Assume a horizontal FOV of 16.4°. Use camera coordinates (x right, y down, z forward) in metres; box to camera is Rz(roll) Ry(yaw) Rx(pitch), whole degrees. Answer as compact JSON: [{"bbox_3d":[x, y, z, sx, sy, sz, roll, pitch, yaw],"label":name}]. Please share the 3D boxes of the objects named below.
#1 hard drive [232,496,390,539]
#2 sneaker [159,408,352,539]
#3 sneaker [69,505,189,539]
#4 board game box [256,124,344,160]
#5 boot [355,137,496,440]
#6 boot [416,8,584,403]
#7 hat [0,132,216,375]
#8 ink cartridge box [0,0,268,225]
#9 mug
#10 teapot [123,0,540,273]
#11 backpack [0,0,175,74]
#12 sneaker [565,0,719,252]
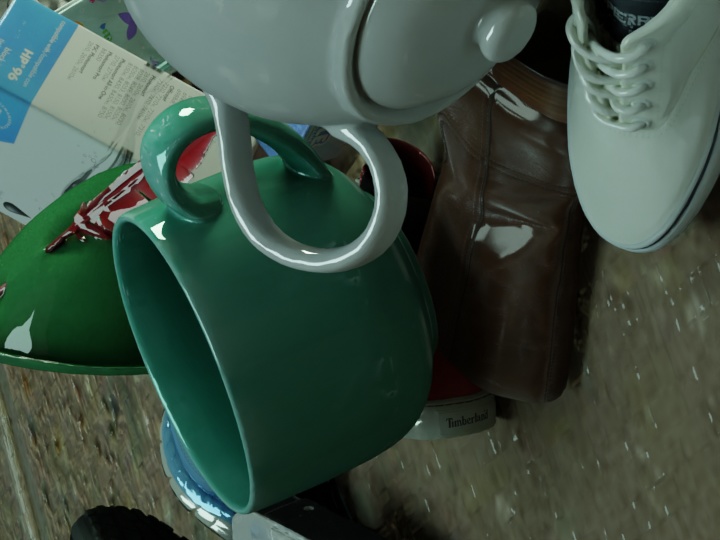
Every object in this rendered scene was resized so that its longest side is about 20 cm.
[{"bbox_3d":[0.006,0.211,1.335,0.200,0.038,0.140,23,121,45],"label":"hard drive"},{"bbox_3d":[-0.048,0.123,1.473,0.200,0.078,0.090,49,134,37],"label":"sneaker"},{"bbox_3d":[-0.105,0.214,1.454,0.088,0.200,0.076,-47,35,9],"label":"sneaker"},{"bbox_3d":[-0.045,-0.187,1.229,0.199,0.043,0.200,50,134,21],"label":"board game box"},{"bbox_3d":[0.000,0.000,1.292,0.200,0.072,0.144,10,109,58],"label":"boot"},{"bbox_3d":[0.035,-0.050,1.150,0.186,0.064,0.200,41,143,32],"label":"boot"},{"bbox_3d":[-0.129,-0.050,1.319,0.166,0.200,0.176,-45,-40,-68],"label":"hat"},{"bbox_3d":[-0.131,-0.057,1.412,0.068,0.200,0.116,-64,5,-34],"label":"ink cartridge box"},{"bbox_3d":[-0.032,0.015,1.153,0.152,0.114,0.185,60,161,24],"label":"mug"},{"bbox_3d":[0.009,-0.125,0.976,0.146,0.197,0.200,42,163,27],"label":"teapot"},{"bbox_3d":[-0.193,-0.123,1.564,0.151,0.177,0.200,60,158,-11],"label":"backpack"},{"bbox_3d":[0.105,-0.093,0.965,0.073,0.071,0.200,21,123,29],"label":"sneaker"}]
